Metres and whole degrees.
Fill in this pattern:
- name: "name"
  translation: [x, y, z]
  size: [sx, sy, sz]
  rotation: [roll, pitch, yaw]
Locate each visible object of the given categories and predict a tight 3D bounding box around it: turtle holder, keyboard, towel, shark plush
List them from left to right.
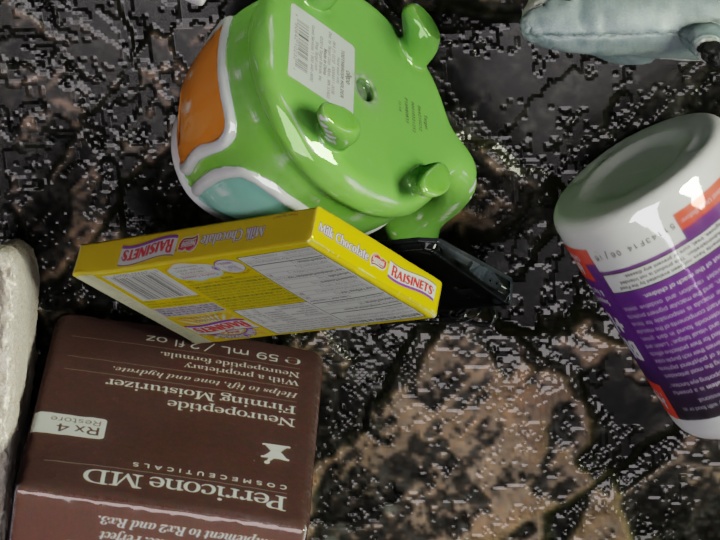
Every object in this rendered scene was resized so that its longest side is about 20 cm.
- name: "towel"
  translation: [-0.207, 0.084, 1.641]
  size: [0.034, 0.133, 0.201]
  rotation: [4, 92, -3]
- name: "turtle holder"
  translation: [-0.020, -0.080, 1.581]
  size: [0.131, 0.185, 0.142]
  rotation: [-28, 75, 34]
- name: "keyboard"
  translation: [0.000, 0.000, 1.623]
  size: [0.199, 0.040, 0.104]
  rotation: [-5, 151, 43]
- name: "shark plush"
  translation: [0.188, -0.121, 1.533]
  size: [0.199, 0.083, 0.091]
  rotation: [22, 119, 7]

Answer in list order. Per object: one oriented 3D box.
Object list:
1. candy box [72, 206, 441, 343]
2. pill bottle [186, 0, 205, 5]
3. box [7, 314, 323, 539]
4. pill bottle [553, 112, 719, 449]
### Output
- name: "candy box"
  translation: [-0.059, 0.005, 1.585]
  size: [0.199, 0.027, 0.102]
  rotation: [-7, 153, 45]
- name: "pill bottle"
  translation: [-0.157, -0.224, 1.530]
  size: [0.199, 0.116, 0.116]
  rotation: [24, 117, -4]
- name: "box"
  translation: [-0.115, 0.152, 1.650]
  size: [0.165, 0.200, 0.165]
  rotation: [8, 117, -3]
- name: "pill bottle"
  translation: [0.201, 0.023, 1.595]
  size: [0.111, 0.112, 0.200]
  rotation: [-26, 109, 19]
